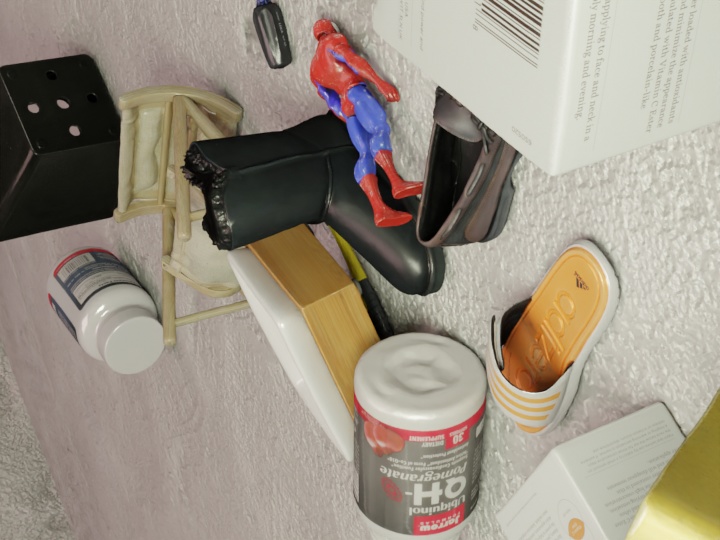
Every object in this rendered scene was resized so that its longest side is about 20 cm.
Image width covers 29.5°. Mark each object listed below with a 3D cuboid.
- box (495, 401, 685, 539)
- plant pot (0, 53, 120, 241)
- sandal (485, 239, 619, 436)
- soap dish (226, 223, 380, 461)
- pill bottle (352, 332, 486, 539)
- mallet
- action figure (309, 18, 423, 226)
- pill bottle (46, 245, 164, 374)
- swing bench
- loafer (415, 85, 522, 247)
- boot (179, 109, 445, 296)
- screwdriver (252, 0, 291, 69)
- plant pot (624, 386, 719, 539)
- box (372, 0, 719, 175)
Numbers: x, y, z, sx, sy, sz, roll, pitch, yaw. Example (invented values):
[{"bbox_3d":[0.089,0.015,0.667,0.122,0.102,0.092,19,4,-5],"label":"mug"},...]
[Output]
[{"bbox_3d":[0.194,0.212,0.916,0.201,0.097,0.125,62,153,22],"label":"box"},{"bbox_3d":[-0.423,-0.181,1.835,0.177,0.199,0.201,-44,67,51],"label":"plant pot"},{"bbox_3d":[0.124,0.053,0.995,0.079,0.059,0.207,57,152,29],"label":"sandal"},{"bbox_3d":[-0.034,0.060,1.239,0.157,0.081,0.201,48,165,52],"label":"soap dish"},{"bbox_3d":[0.048,0.162,1.169,0.111,0.110,0.201,45,145,44],"label":"pill bottle"},{"bbox_3d":[0.000,0.000,1.251,0.201,0.041,0.066,62,157,11],"label":"mallet"},{"bbox_3d":[0.001,-0.132,1.135,0.201,0.051,0.066,65,150,25],"label":"action figure"},{"bbox_3d":[-0.355,0.059,1.927,0.200,0.119,0.120,42,142,47],"label":"pill bottle"},{"bbox_3d":[-0.175,-0.065,1.461,0.199,0.129,0.201,106,144,-52],"label":"swing bench"},{"bbox_3d":[0.078,-0.096,0.981,0.072,0.063,0.201,48,147,40],"label":"loafer"},{"bbox_3d":[-0.043,-0.042,1.147,0.201,0.168,0.077,60,153,22],"label":"boot"},{"bbox_3d":[-0.103,-0.283,1.261,0.028,0.029,0.201,2,114,64],"label":"screwdriver"},{"bbox_3d":[0.229,0.196,0.692,0.199,0.195,0.195,25,117,19],"label":"plant pot"},{"bbox_3d":[0.110,-0.196,0.763,0.200,0.130,0.200,47,146,43],"label":"box"}]
